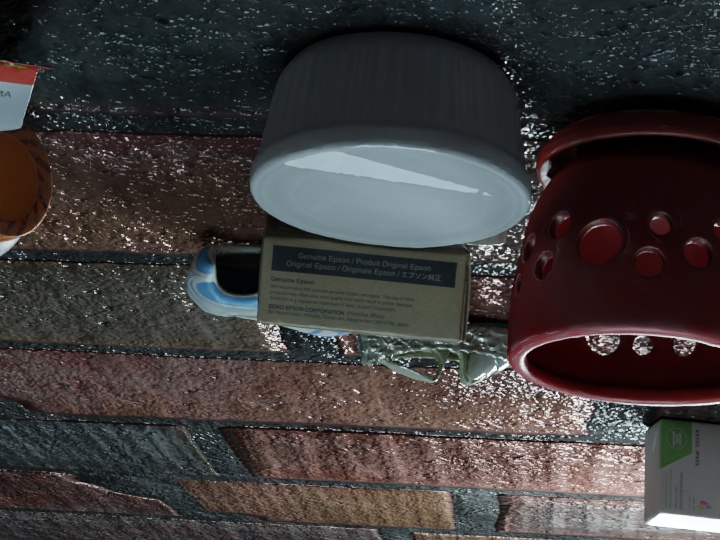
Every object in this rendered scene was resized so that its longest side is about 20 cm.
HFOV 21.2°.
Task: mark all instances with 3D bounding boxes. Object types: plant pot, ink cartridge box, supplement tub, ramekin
[{"bbox_3d":[0.209,-0.011,1.413,0.198,0.184,0.201,3,163,1],"label":"plant pot"},{"bbox_3d":[0.000,0.000,1.555,0.163,0.076,0.200,4,-172,-3],"label":"ink cartridge box"},{"bbox_3d":[0.438,0.247,2.261,0.198,0.118,0.067,6,160,-7],"label":"ink cartridge box"},{"bbox_3d":[-0.300,-0.124,1.291,0.158,0.048,0.200,6,-178,-20],"label":"ink cartridge box"},{"bbox_3d":[-0.340,-0.057,1.493,0.199,0.124,0.122,-11,157,38],"label":"supplement tub"},{"bbox_3d":[0.024,-0.093,1.349,0.200,0.095,0.203,4,163,1],"label":"ramekin"}]

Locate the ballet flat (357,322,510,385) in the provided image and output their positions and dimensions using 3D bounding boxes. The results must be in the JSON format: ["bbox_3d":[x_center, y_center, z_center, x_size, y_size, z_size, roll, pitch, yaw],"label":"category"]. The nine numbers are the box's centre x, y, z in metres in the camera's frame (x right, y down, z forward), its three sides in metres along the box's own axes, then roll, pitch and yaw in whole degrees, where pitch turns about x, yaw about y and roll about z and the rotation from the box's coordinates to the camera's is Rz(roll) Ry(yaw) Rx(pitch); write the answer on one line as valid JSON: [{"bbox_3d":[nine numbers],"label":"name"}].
[{"bbox_3d":[0.087,0.083,1.924,0.198,0.073,0.072,8,162,-13],"label":"ballet flat"}]

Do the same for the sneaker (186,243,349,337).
[{"bbox_3d":[-0.058,0.014,1.741,0.198,0.073,0.073,5,154,-16],"label":"sneaker"}]

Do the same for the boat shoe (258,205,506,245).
[{"bbox_3d":[0.021,-0.059,1.489,0.198,0.063,0.075,6,-173,-5],"label":"boat shoe"}]
